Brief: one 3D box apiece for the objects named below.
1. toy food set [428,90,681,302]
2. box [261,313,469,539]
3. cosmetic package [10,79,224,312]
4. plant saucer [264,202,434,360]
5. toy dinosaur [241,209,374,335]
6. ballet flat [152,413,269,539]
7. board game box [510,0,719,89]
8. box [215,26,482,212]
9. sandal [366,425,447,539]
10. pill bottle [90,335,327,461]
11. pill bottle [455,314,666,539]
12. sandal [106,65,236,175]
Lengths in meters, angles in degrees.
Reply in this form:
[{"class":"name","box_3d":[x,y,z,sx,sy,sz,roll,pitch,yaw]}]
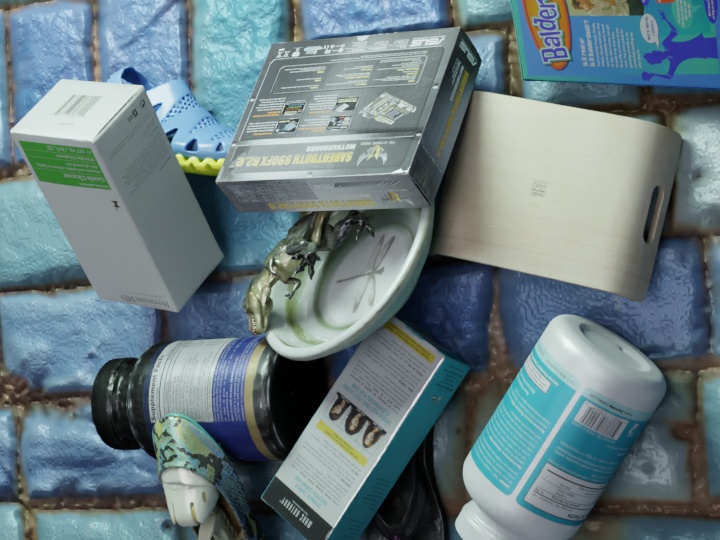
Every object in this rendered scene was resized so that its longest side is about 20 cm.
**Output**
[{"class":"toy food set","box_3d":[0.159,-0.063,1.528,0.199,0.060,0.144,13,85,26]},{"class":"box","box_3d":[0.004,0.141,1.571,0.082,0.049,0.201,37,97,35]},{"class":"cosmetic package","box_3d":[-0.215,-0.067,1.638,0.107,0.085,0.201,7,134,35]},{"class":"plant saucer","box_3d":[0.000,0.000,1.574,0.200,0.050,0.201,-34,35,28]},{"class":"toy dinosaur","box_3d":[-0.036,-0.029,1.565,0.200,0.047,0.088,-51,23,-5]},{"class":"ballet flat","box_3d":[-0.133,0.215,1.612,0.074,0.074,0.201,-9,128,27]},{"class":"board game box","box_3d":[0.216,-0.223,1.455,0.199,0.045,0.153,6,127,27]},{"class":"box","box_3d":[-0.010,-0.128,1.561,0.199,0.048,0.159,-1,56,32]},{"class":"sandal","box_3d":[0.031,0.181,1.596,0.075,0.048,0.202,-5,87,27]},{"class":"pill bottle","box_3d":[-0.139,0.118,1.650,0.199,0.112,0.113,-4,89,28]},{"class":"pill bottle","box_3d":[0.156,0.145,1.495,0.111,0.111,0.201,37,107,22]},{"class":"sandal","box_3d":[-0.176,-0.137,1.687,0.199,0.079,0.088,14,94,25]}]
